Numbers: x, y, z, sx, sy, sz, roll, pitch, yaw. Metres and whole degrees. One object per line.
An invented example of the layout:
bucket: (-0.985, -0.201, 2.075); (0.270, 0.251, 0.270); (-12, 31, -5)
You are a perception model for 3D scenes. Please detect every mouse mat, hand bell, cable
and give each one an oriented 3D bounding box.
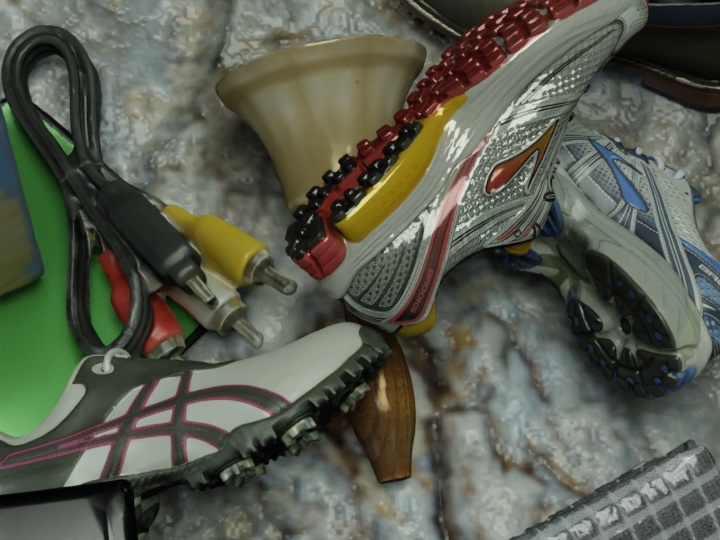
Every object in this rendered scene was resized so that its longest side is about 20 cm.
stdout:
mouse mat: (-0.179, 0.025, 0.965); (0.161, 0.008, 0.200); (40, 70, 12)
hand bell: (0.000, 0.000, 0.961); (0.104, 0.104, 0.201); (-10, 80, -8)
cable: (-0.122, -0.027, 0.980); (0.097, 0.050, 0.200); (-41, 63, -2)

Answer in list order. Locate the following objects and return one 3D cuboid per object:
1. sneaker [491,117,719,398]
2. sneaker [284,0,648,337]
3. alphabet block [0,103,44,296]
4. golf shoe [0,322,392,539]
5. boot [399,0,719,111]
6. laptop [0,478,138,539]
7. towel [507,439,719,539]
sneaker: (0.114, -0.029, 0.983); (0.085, 0.077, 0.200); (-20, 64, -33)
sneaker: (0.058, -0.054, 0.918); (0.200, 0.078, 0.082); (-45, 108, -6)
alphabet block: (-0.277, -0.068, 0.892); (0.199, 0.196, 0.197); (-27, 67, -13)
golf shoe: (-0.083, 0.064, 0.900); (0.199, 0.077, 0.088); (-29, 79, -5)
boot: (0.115, -0.148, 1.012); (0.199, 0.097, 0.075); (15, 66, 2)
laptop: (-0.177, 0.201, 0.822); (0.199, 0.116, 0.188); (-7, 68, -3)
towel: (0.109, 0.184, 0.877); (0.199, 0.086, 0.166); (-29, 73, -15)
